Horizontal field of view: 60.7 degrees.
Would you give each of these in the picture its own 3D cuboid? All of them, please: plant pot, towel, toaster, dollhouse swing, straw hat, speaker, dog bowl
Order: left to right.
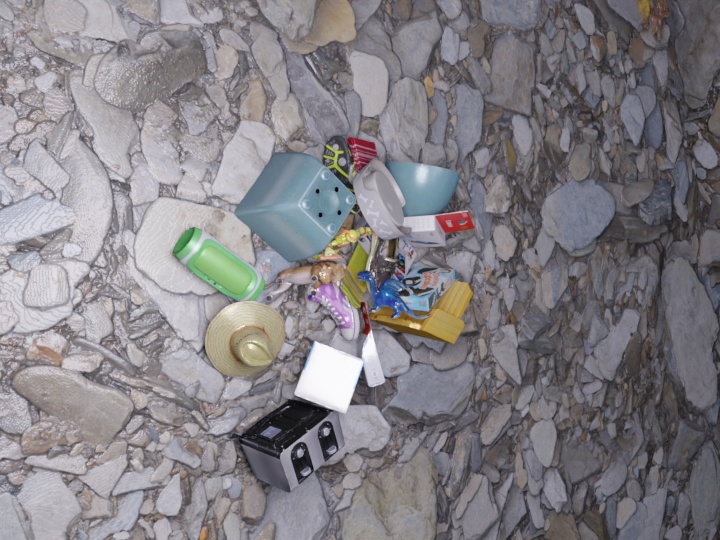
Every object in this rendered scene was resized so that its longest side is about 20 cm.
[{"bbox_3d":[-0.307,-0.008,1.349,0.200,0.088,0.089,40,68,-31],"label":"speaker"},{"bbox_3d":[-0.240,0.171,1.364,0.201,0.085,0.202,-14,118,-28],"label":"straw hat"},{"bbox_3d":[-0.163,0.393,1.410,0.181,0.200,0.119,-31,112,-40],"label":"toaster"},{"bbox_3d":[-0.127,-0.149,1.410,0.196,0.200,0.196,43,67,-29],"label":"plant pot"},{"bbox_3d":[0.000,0.000,1.571,0.086,0.018,0.200,56,37,-29],"label":"towel"},{"bbox_3d":[0.024,-0.241,1.581,0.145,0.022,0.201,-11,87,-65],"label":"towel"},{"bbox_3d":[0.051,-0.163,1.468,0.200,0.059,0.200,49,27,-35],"label":"dog bowl"},{"bbox_3d":[0.154,-0.204,1.631,0.200,0.200,0.135,6,95,-37],"label":"plant pot"},{"bbox_3d":[0.167,0.082,1.624,0.182,0.200,0.176,27,78,-40],"label":"dollhouse swing"}]

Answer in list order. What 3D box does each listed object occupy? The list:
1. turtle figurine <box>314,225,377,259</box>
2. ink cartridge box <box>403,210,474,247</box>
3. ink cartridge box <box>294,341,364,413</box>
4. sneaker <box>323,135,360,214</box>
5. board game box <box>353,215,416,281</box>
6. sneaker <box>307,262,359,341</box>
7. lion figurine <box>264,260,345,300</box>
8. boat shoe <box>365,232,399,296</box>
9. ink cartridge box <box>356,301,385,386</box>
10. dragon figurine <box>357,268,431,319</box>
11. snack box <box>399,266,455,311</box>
[{"bbox_3d":[-0.057,-0.069,1.485,0.200,0.161,0.065,-34,99,-35],"label":"turtle figurine"},{"bbox_3d":[0.207,-0.105,1.626,0.200,0.176,0.045,30,57,-72],"label":"ink cartridge box"},{"bbox_3d":[-0.072,0.258,1.463,0.125,0.200,0.129,20,78,3],"label":"ink cartridge box"},{"bbox_3d":[-0.039,-0.243,1.568,0.076,0.075,0.201,-29,108,-65],"label":"sneaker"},{"bbox_3d":[0.067,-0.071,1.643,0.200,0.035,0.126,52,48,-25],"label":"board game box"},{"bbox_3d":[-0.076,0.088,1.539,0.114,0.073,0.201,-14,89,-33],"label":"sneaker"},{"bbox_3d":[-0.138,0.016,1.451,0.123,0.199,0.073,-70,159,-65],"label":"lion figurine"},{"bbox_3d":[0.060,-0.026,1.558,0.073,0.065,0.201,2,91,-38],"label":"boat shoe"},{"bbox_3d":[0.009,0.183,1.550,0.057,0.163,0.201,-18,88,-6],"label":"ink cartridge box"},{"bbox_3d":[0.076,0.059,1.503,0.059,0.199,0.100,-37,139,-58],"label":"dragon figurine"},{"bbox_3d":[0.161,0.045,1.611,0.200,0.116,0.037,-39,128,-54],"label":"snack box"}]
